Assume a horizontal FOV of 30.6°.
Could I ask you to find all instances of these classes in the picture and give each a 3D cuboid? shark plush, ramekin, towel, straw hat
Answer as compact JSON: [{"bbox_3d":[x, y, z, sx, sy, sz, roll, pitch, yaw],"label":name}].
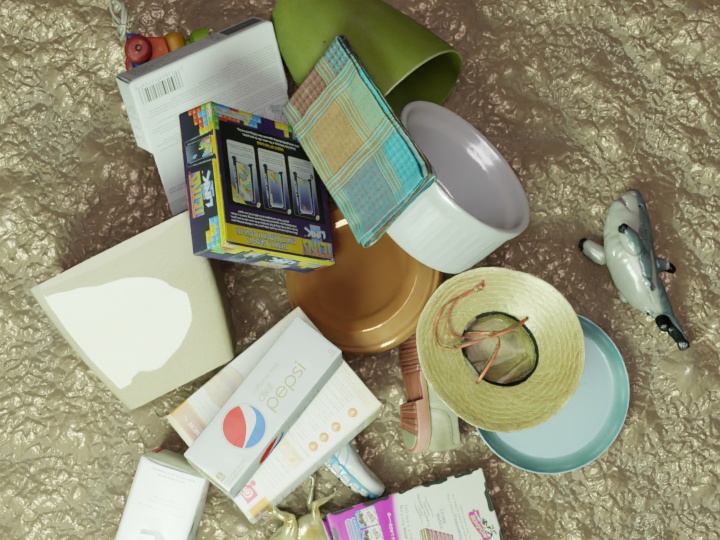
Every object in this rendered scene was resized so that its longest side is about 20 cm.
[{"bbox_3d":[0.359,0.001,1.609,0.083,0.091,0.201,-29,81,-32],"label":"shark plush"},{"bbox_3d":[0.095,-0.093,1.550,0.201,0.200,0.098,48,119,3],"label":"ramekin"},{"bbox_3d":[-0.008,-0.143,1.483,0.022,0.147,0.201,-18,70,-44],"label":"towel"},{"bbox_3d":[0.165,0.094,1.565,0.199,0.085,0.203,-1,81,3],"label":"straw hat"}]

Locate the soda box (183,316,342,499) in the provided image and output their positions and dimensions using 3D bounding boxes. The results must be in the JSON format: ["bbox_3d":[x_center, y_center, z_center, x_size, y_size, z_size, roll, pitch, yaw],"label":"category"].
[{"bbox_3d":[-0.106,0.153,1.462,0.068,0.064,0.200,37,78,11],"label":"soda box"}]

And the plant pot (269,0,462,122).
[{"bbox_3d":[-0.012,-0.257,1.582,0.187,0.187,0.200,-44,75,-3],"label":"plant pot"}]

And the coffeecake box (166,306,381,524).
[{"bbox_3d":[-0.099,0.169,1.529,0.200,0.073,0.154,-39,78,-11],"label":"coffeecake box"}]

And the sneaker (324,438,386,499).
[{"bbox_3d":[-0.032,0.189,1.594,0.087,0.075,0.200,-44,87,-8],"label":"sneaker"}]

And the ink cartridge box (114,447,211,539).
[{"bbox_3d":[-0.241,0.321,1.546,0.084,0.146,0.202,19,87,1],"label":"ink cartridge box"}]

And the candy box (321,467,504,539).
[{"bbox_3d":[0.067,0.329,1.561,0.198,0.061,0.137,-14,79,-13],"label":"candy box"}]

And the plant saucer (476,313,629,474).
[{"bbox_3d":[0.229,0.148,1.617,0.198,0.027,0.202,0,87,0],"label":"plant saucer"}]

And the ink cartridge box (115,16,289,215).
[{"bbox_3d":[-0.176,-0.187,1.580,0.199,0.043,0.175,-29,123,-25],"label":"ink cartridge box"}]

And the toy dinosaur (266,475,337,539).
[{"bbox_3d":[-0.085,0.314,1.591,0.199,0.058,0.102,-24,88,-1],"label":"toy dinosaur"}]

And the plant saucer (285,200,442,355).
[{"bbox_3d":[0.000,0.000,1.591,0.198,0.037,0.202,-4,77,16],"label":"plant saucer"}]

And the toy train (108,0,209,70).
[{"bbox_3d":[-0.236,-0.276,1.623,0.115,0.085,0.202,-16,86,-11],"label":"toy train"}]

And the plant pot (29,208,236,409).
[{"bbox_3d":[-0.246,0.048,1.550,0.199,0.200,0.178,-26,95,-2],"label":"plant pot"}]

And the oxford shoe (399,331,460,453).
[{"bbox_3d":[0.091,0.122,1.607,0.073,0.071,0.202,4,86,-21],"label":"oxford shoe"}]

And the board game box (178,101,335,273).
[{"bbox_3d":[-0.117,-0.091,1.518,0.056,0.199,0.167,-15,75,34],"label":"board game box"}]
